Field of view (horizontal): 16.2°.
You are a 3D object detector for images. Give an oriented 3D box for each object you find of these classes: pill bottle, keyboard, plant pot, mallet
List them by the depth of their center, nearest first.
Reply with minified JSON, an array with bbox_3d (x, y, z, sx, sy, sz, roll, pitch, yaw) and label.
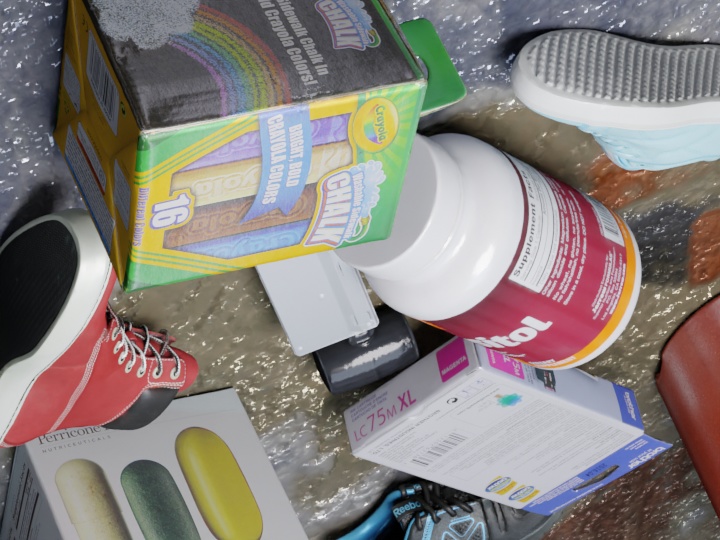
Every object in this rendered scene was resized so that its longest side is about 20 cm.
[{"bbox_3d":[-0.040,-0.021,1.494,0.056,0.011,0.200,-17,136,5],"label":"keyboard"},{"bbox_3d":[0.072,-0.015,1.516,0.113,0.113,0.200,-43,142,21],"label":"pill bottle"},{"bbox_3d":[0.000,0.000,1.557,0.066,0.041,0.200,-18,140,-12],"label":"mallet"},{"bbox_3d":[0.316,0.118,1.779,0.201,0.195,0.201,-18,144,-13],"label":"plant pot"}]

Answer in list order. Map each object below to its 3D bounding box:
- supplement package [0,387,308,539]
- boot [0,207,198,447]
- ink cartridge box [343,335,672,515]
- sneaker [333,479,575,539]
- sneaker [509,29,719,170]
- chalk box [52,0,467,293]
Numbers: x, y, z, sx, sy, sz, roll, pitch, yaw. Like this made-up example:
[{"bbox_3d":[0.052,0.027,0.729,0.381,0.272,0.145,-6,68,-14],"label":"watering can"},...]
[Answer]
[{"bbox_3d":[-0.122,0.207,1.589,0.152,0.200,0.151,-10,141,-24],"label":"supplement package"},{"bbox_3d":[-0.145,0.031,1.469,0.144,0.072,0.200,-3,146,-32],"label":"boot"},{"bbox_3d":[0.100,0.104,1.675,0.200,0.042,0.119,24,133,-40],"label":"ink cartridge box"},{"bbox_3d":[0.069,0.171,1.787,0.200,0.073,0.082,-40,143,15],"label":"sneaker"},{"bbox_3d":[0.162,-0.090,1.517,0.200,0.074,0.082,3,132,-36],"label":"sneaker"},{"bbox_3d":[-0.046,-0.088,1.333,0.200,0.125,0.124,-11,141,-21],"label":"chalk box"}]
